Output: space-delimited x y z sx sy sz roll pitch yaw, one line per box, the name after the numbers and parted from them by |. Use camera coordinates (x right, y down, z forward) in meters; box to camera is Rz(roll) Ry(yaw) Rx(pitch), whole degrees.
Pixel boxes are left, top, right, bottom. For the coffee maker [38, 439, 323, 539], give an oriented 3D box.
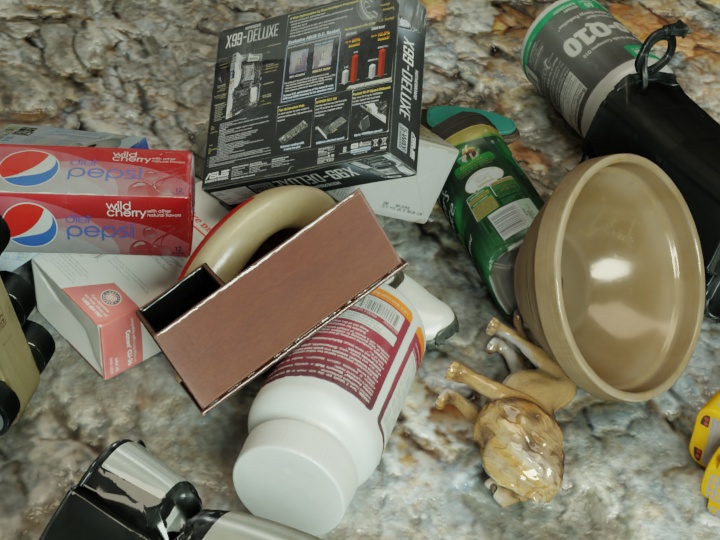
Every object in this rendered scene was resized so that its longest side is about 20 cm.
-0.123 0.230 0.980 0.198 0.136 0.192 20 43 19 | coffee maker

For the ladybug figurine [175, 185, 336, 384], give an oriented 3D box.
-0.096 0.011 1.235 0.072 0.136 0.201 27 73 46 | ladybug figurine

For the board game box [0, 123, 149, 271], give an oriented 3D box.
-0.324 -0.068 1.338 0.198 0.044 0.199 9 35 39 | board game box

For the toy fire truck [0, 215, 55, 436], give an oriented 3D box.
-0.362 0.030 1.179 0.197 0.178 0.129 -1 38 17 | toy fire truck

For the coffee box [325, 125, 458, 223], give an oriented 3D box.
-0.021 -0.130 1.365 0.112 0.080 0.200 8 23 -49 | coffee box

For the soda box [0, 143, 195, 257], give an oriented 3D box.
-0.235 -0.058 1.203 0.197 0.064 0.070 1 40 -4 | soda box

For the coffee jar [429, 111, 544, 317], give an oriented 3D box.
0.124 -0.056 1.362 0.085 0.105 0.201 -28 43 3 | coffee jar

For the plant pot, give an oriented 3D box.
0.194 0.008 1.223 0.092 0.203 0.200 -6 23 48 | plant pot

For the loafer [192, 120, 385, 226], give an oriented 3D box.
-0.071 -0.076 1.404 0.198 0.070 0.070 29 23 5 | loafer

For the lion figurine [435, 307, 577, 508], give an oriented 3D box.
0.137 0.105 1.203 0.122 0.073 0.200 30 41 14 | lion figurine

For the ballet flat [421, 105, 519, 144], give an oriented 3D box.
0.060 -0.132 1.478 0.197 0.068 0.068 10 32 6 | ballet flat

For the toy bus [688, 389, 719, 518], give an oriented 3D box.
0.335 0.120 1.204 0.078 0.066 0.199 31 47 29 | toy bus

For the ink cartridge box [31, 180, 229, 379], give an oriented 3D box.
-0.175 0.001 1.300 0.199 0.068 0.116 -28 49 -30 | ink cartridge box

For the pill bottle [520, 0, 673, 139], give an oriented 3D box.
0.259 -0.191 1.530 0.112 0.114 0.201 -14 43 -21 | pill bottle

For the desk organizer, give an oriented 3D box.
-0.071 0.015 1.150 0.199 0.077 0.072 -36 25 -9 | desk organizer

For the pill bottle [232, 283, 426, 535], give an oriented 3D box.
-0.024 0.104 1.157 0.108 0.111 0.201 14 41 12 | pill bottle

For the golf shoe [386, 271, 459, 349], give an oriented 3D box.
0.000 0.000 1.295 0.198 0.095 0.078 25 40 21 | golf shoe

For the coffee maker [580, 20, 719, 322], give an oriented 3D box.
0.303 -0.085 1.337 0.134 0.194 0.200 -25 46 -20 | coffee maker

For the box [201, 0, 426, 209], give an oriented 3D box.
-0.041 -0.148 1.276 0.198 0.050 0.160 -9 66 31 | box
